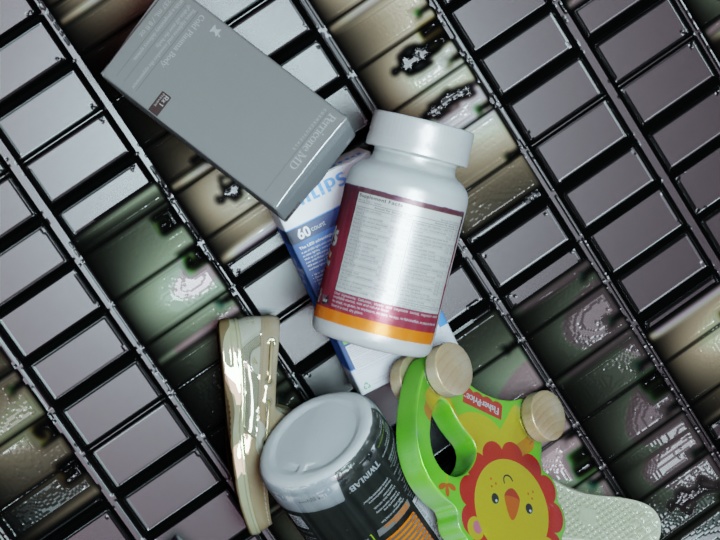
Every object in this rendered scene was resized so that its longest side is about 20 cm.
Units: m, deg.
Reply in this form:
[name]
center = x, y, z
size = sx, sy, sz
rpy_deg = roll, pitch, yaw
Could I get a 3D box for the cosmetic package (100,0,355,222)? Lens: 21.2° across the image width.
[cosmetic package]
center = -0.113, -0.144, 1.678
size = 0.200, 0.090, 0.107
rpy_deg = 36, 88, 10

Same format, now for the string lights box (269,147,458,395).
[string lights box]
center = 0.000, 0.000, 1.758
size = 0.103, 0.059, 0.200
rpy_deg = -26, 101, -7

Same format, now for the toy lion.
[toy lion]
center = 0.109, 0.186, 1.723
size = 0.200, 0.069, 0.192
rpy_deg = 28, 57, -35

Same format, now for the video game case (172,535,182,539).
[video game case]
center = -0.167, 0.379, 1.788
size = 0.181, 0.036, 0.200
rpy_deg = 41, 89, -13

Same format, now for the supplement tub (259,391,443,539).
[supplement tub]
center = 0.005, 0.215, 1.736
size = 0.122, 0.123, 0.200
rpy_deg = -35, 123, -4

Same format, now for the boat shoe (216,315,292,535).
[boat shoe]
center = -0.091, 0.141, 1.756
size = 0.065, 0.072, 0.201
rpy_deg = -6, 93, -8

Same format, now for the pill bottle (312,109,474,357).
[pill bottle]
center = 0.032, -0.032, 1.675
size = 0.109, 0.110, 0.201
rpy_deg = 13, 93, -12

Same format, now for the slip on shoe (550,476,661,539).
[slip on shoe]
center = 0.182, 0.232, 1.820
size = 0.199, 0.061, 0.074
rpy_deg = 13, 67, 0
